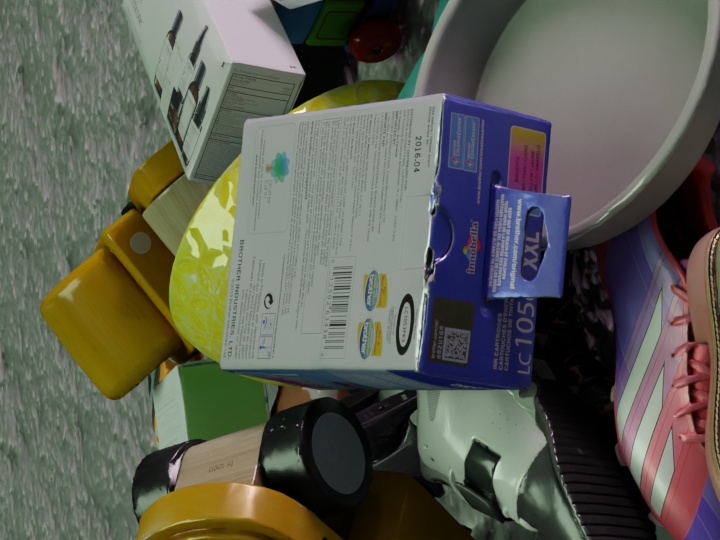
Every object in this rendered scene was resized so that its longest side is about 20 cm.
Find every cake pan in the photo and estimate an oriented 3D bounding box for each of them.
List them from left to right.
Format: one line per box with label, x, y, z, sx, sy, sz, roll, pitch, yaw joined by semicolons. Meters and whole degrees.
cake pan;0.110;-0.098;1.277;0.200;0.037;0.201;-23;56;38

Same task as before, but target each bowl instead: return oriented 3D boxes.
bowl;0.000;0.000;1.455;0.108;0.200;0.200;44;133;29

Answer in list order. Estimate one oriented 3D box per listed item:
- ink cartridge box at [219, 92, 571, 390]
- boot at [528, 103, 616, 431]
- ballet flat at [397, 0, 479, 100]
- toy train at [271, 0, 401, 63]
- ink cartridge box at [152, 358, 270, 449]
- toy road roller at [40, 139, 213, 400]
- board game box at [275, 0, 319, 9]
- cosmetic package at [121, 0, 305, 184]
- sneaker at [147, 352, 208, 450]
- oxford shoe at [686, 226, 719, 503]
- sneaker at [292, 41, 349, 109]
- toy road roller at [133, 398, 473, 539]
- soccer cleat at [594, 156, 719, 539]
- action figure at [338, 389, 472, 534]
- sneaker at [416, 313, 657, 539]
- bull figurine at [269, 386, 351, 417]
ink cartridge box;0.020;-0.010;1.246;0.200;0.076;0.137;-3;79;54
boot;0.103;0.026;1.347;0.151;0.073;0.200;58;133;38
ballet flat;0.067;-0.121;1.405;0.200;0.065;0.070;-66;14;-18
toy train;-0.012;-0.212;1.522;0.200;0.115;0.085;120;140;-48
ink cartridge box;-0.089;0.163;1.648;0.104;0.059;0.201;142;122;-73
toy road roller;-0.128;0.007;1.651;0.123;0.146;0.200;50;166;1
board game box;0.018;-0.249;1.425;0.126;0.035;0.200;-6;57;54
cosmetic package;-0.091;-0.137;1.483;0.083;0.050;0.200;-66;28;28
sneaker;-0.119;0.040;1.817;0.077;0.078;0.200;-111;32;-53
oxford shoe;0.200;0.058;1.147;0.074;0.071;0.201;-46;51;53
sneaker;-0.055;-0.120;1.676;0.108;0.067;0.202;16;109;61
toy road roller;-0.032;0.174;1.297;0.123;0.200;0.146;-19;43;33
soccer cleat;0.161;0.040;1.238;0.076;0.067;0.201;-41;52;53
action figure;0.045;0.163;1.439;0.200;0.069;0.130;63;165;-13
sneaker;0.078;0.096;1.268;0.089;0.074;0.200;-46;51;23
bull figurine;-0.022;0.122;1.626;0.200;0.065;0.122;-113;25;-48
